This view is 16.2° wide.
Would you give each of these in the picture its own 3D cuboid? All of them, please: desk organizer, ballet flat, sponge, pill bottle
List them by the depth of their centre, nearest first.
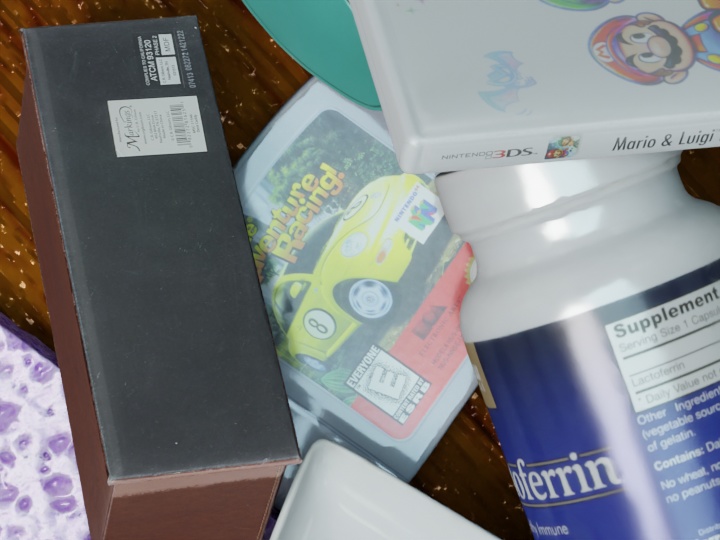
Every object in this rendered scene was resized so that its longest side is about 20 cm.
[{"bbox_3d":[0.105,0.041,0.962,0.115,0.116,0.201,-20,92,1],"label":"pill bottle"},{"bbox_3d":[-0.083,0.006,0.975,0.071,0.077,0.201,-6,60,-15],"label":"desk organizer"},{"bbox_3d":[-0.038,-0.147,1.004,0.200,0.068,0.072,38,54,11],"label":"ballet flat"},{"bbox_3d":[-0.119,0.107,1.039,0.200,0.030,0.112,36,93,-2],"label":"sponge"}]

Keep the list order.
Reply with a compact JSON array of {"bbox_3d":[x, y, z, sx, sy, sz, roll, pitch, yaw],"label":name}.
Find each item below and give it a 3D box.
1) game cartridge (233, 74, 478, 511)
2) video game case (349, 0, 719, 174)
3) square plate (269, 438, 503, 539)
[{"bbox_3d":[0.000,0.000,1.032,0.133,0.041,0.200,34,92,2],"label":"game cartridge"},{"bbox_3d":[0.081,-0.124,0.953,0.181,0.024,0.200,-6,53,-14],"label":"video game case"},{"bbox_3d":[0.018,0.197,0.982,0.198,0.028,0.201,31,74,-20],"label":"square plate"}]
